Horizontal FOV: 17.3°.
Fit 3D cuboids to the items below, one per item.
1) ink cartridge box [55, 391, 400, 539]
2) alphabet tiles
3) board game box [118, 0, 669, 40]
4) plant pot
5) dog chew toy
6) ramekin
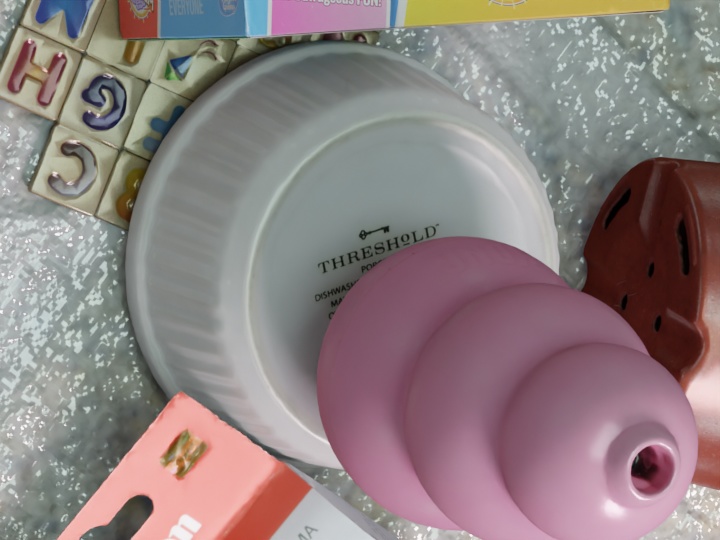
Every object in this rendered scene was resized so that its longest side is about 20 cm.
[{"bbox_3d":[-0.056,0.172,1.071,0.163,0.057,0.200,-51,130,1],"label":"ink cartridge box"},{"bbox_3d":[-0.072,-0.111,1.087,0.166,0.006,0.201,24,86,-26],"label":"alphabet tiles"},{"bbox_3d":[0.012,-0.127,1.037,0.199,0.153,0.041,-6,98,-25],"label":"board game box"},{"bbox_3d":[0.217,0.033,1.149,0.194,0.201,0.202,9,92,-17],"label":"plant pot"},{"bbox_3d":[0.064,0.056,0.956,0.124,0.200,0.125,-5,101,-25],"label":"dog chew toy"},{"bbox_3d":[0.000,0.000,1.080,0.202,0.094,0.203,-6,103,-25],"label":"ramekin"}]
